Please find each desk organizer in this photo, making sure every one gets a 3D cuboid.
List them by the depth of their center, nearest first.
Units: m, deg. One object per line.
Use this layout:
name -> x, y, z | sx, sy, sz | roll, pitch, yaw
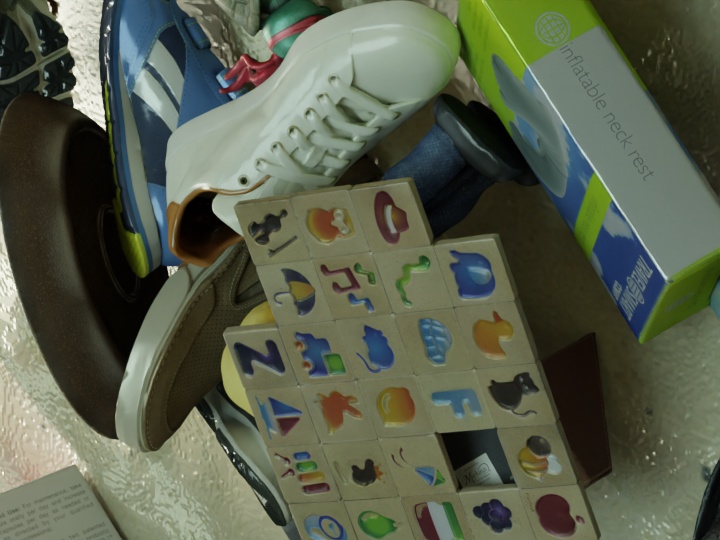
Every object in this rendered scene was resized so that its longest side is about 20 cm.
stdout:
desk organizer -> 0.055, 0.111, 1.407 | 0.200, 0.077, 0.072 | -37, 81, 45

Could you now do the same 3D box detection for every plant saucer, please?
plant saucer -> -0.146, -0.006, 1.518 | 0.032, 0.200, 0.200 | -16, 93, 12

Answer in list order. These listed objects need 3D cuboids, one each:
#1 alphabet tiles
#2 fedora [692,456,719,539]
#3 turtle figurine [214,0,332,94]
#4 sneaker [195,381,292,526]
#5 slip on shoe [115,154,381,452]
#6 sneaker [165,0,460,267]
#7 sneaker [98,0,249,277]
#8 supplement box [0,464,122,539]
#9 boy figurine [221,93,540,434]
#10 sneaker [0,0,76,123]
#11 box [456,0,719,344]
alphabet tiles -> 0.013, 0.050, 1.317 | 0.167, 0.008, 0.200 | -7, 114, 32
fedora -> 0.206, 0.149, 1.235 | 0.201, 0.092, 0.201 | 9, 104, 41
turtle figurine -> -0.041, -0.173, 1.382 | 0.200, 0.101, 0.150 | 64, 148, 19
sneaker -> -0.029, 0.063, 1.492 | 0.076, 0.115, 0.201 | 57, 175, -24
slip on shoe -> -0.059, 0.013, 1.441 | 0.061, 0.200, 0.076 | 28, 167, 16
sneaker -> -0.024, -0.058, 1.343 | 0.200, 0.073, 0.085 | -33, 41, 42
sneaker -> -0.101, -0.098, 1.505 | 0.074, 0.082, 0.200 | 145, 119, -80
supplement box -> -0.183, 0.238, 1.686 | 0.200, 0.103, 0.101 | 56, 137, 13
boy figurine -> 0.000, 0.000, 1.363 | 0.200, 0.124, 0.064 | -48, 70, 14
sneaker -> -0.221, -0.149, 1.618 | 0.086, 0.078, 0.200 | 19, 111, 54
box -> 0.114, -0.053, 1.268 | 0.200, 0.048, 0.122 | 59, 173, 13
